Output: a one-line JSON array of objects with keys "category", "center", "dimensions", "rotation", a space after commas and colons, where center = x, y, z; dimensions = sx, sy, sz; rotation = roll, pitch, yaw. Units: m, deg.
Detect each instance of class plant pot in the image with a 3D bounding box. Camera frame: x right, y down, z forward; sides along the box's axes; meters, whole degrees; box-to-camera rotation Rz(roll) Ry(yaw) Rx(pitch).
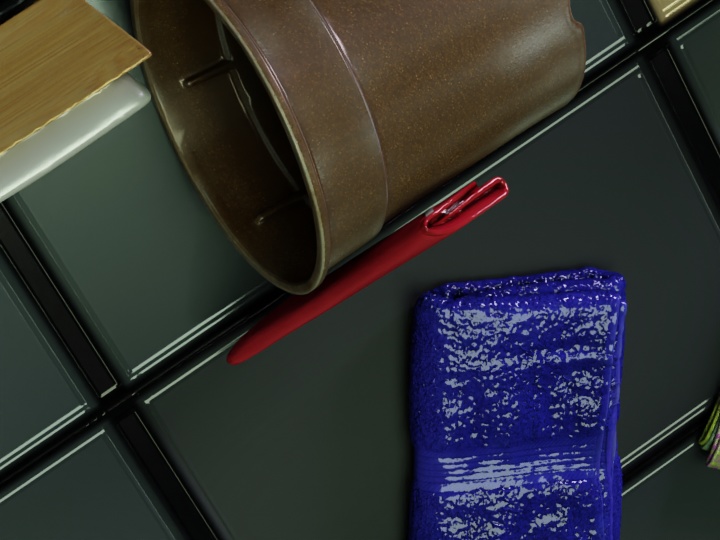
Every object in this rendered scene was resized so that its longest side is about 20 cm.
[{"category": "plant pot", "center": [0.005, -0.120, 1.435], "dimensions": [0.198, 0.200, 0.201], "rotation": [-29, 115, -20]}]

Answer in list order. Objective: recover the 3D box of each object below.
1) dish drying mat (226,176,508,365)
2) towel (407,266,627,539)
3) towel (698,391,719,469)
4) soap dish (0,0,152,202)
[{"category": "dish drying mat", "center": [0.000, 0.000, 1.462], "dimensions": [0.077, 0.200, 0.018], "rotation": [-37, 94, -43]}, {"category": "towel", "center": [0.102, 0.103, 1.613], "dimensions": [0.147, 0.050, 0.201], "rotation": [-7, 109, -20]}, {"category": "towel", "center": [0.314, 0.048, 1.694], "dimensions": [0.143, 0.023, 0.201], "rotation": [14, 102, -25]}, {"category": "soap dish", "center": [-0.214, -0.075, 1.380], "dimensions": [0.200, 0.157, 0.081], "rotation": [-34, 99, -8]}]
